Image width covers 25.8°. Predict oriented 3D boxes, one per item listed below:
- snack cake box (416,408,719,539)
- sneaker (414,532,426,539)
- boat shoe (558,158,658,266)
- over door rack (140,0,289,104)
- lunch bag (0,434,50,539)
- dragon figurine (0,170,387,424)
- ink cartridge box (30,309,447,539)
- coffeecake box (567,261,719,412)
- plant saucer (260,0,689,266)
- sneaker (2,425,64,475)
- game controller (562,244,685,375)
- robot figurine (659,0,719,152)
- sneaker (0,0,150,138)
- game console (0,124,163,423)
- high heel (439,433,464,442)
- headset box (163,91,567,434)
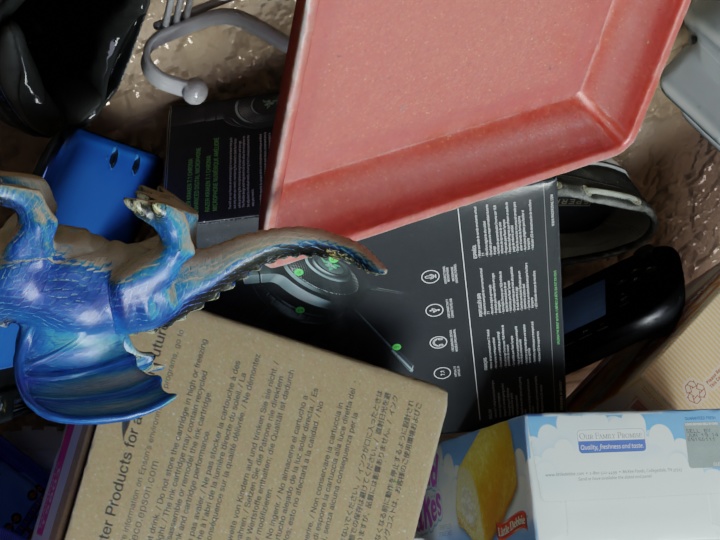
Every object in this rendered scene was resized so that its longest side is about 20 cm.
[{"bbox_3d":[0.101,0.122,0.848,0.114,0.068,0.200,-1,167,-20],"label":"snack cake box"},{"bbox_3d":[-0.044,0.158,0.904,0.198,0.100,0.075,-12,116,31],"label":"sneaker"},{"bbox_3d":[0.082,-0.031,0.891,0.198,0.064,0.071,-9,130,-28],"label":"boat shoe"},{"bbox_3d":[0.004,-0.160,0.643,0.200,0.067,0.148,-40,167,-33],"label":"over door rack"},{"bbox_3d":[-0.170,0.189,0.789,0.151,0.199,0.094,-60,177,20],"label":"lunch bag"},{"bbox_3d":[-0.096,0.020,0.573,0.198,0.059,0.101,5,99,-12],"label":"dragon figurine"},{"bbox_3d":[-0.065,0.129,0.719,0.163,0.075,0.202,19,79,-18],"label":"ink cartridge box"},{"bbox_3d":[0.198,0.064,0.944,0.153,0.073,0.200,-43,176,-23],"label":"coffeecake box"},{"bbox_3d":[0.050,-0.108,0.606,0.199,0.037,0.201,-19,143,-30],"label":"plant saucer"},{"bbox_3d":[-0.113,0.132,0.823,0.076,0.198,0.081,45,55,-69],"label":"sneaker"},{"bbox_3d":[0.097,0.045,0.913,0.199,0.042,0.104,-27,-176,16],"label":"game controller"},{"bbox_3d":[0.260,-0.150,0.872,0.200,0.113,0.169,-45,152,8],"label":"robot figurine"},{"bbox_3d":[-0.167,-0.081,0.646,0.200,0.111,0.077,-42,137,4],"label":"sneaker"},{"bbox_3d":[-0.181,0.009,0.695,0.169,0.120,0.200,-5,179,4],"label":"game console"},{"bbox_3d":[0.045,0.112,0.980,0.199,0.067,0.096,-26,147,-20],"label":"high heel"},{"bbox_3d":[0.000,0.000,0.799,0.198,0.093,0.175,-8,134,3],"label":"headset box"}]
